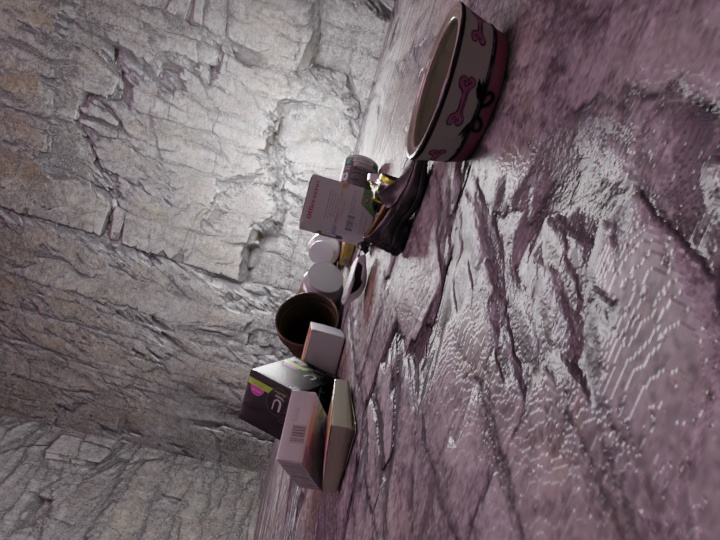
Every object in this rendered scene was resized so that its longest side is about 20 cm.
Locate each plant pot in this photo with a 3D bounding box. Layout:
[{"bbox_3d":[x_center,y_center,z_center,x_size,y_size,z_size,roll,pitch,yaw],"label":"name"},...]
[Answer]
[{"bbox_3d":[-0.159,0.199,1.676,0.175,0.196,0.202,89,-173,-49],"label":"plant pot"}]

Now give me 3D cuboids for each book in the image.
[{"bbox_3d":[-0.050,0.320,1.066,0.200,0.047,0.136,-104,26,-76],"label":"book"}]

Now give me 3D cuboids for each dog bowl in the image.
[{"bbox_3d":[0.126,-0.237,0.711,0.200,0.072,0.204,-164,90,-82],"label":"dog bowl"}]

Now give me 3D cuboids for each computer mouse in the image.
[{"bbox_3d":[0.000,0.000,1.332,0.110,0.043,0.203,129,160,-62],"label":"computer mouse"}]

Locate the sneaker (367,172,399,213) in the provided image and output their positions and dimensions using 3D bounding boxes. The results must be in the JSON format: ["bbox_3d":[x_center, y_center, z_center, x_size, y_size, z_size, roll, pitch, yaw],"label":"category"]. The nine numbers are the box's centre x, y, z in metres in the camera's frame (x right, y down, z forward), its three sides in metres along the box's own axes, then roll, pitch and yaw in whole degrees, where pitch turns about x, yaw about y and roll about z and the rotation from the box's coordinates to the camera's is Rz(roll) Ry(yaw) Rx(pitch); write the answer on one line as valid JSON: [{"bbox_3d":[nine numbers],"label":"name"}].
[{"bbox_3d":[0.047,-0.162,1.157,0.200,0.073,0.086,-126,51,-81],"label":"sneaker"}]

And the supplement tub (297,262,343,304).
[{"bbox_3d":[-0.137,0.084,1.797,0.201,0.142,0.146,114,169,-47],"label":"supplement tub"}]

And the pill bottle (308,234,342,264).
[{"bbox_3d":[-0.122,-0.080,1.877,0.200,0.110,0.114,-72,-1,-75],"label":"pill bottle"}]

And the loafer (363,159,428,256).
[{"bbox_3d":[0.065,-0.125,0.952,0.073,0.071,0.203,-91,18,-68],"label":"loafer"}]

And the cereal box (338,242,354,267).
[{"bbox_3d":[-0.034,-0.128,1.832,0.201,0.039,0.146,-87,11,-55],"label":"cereal box"}]

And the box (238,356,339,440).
[{"bbox_3d":[-0.169,0.305,1.300,0.199,0.146,0.127,-1,-71,-65],"label":"box"}]

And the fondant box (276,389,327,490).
[{"bbox_3d":[-0.114,0.365,1.146,0.201,0.057,0.146,79,-163,-54],"label":"fondant box"}]

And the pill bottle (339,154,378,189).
[{"bbox_3d":[-0.017,-0.239,1.642,0.113,0.111,0.204,130,154,-73],"label":"pill bottle"}]

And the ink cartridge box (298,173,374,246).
[{"bbox_3d":[-0.063,-0.167,1.510,0.088,0.196,0.148,137,148,-76],"label":"ink cartridge box"}]

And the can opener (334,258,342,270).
[{"bbox_3d":[-0.095,0.012,2.008,0.063,0.078,0.204,0,75,42],"label":"can opener"}]

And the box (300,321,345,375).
[{"bbox_3d":[-0.116,0.258,1.477,0.124,0.096,0.204,-153,78,-83],"label":"box"}]
